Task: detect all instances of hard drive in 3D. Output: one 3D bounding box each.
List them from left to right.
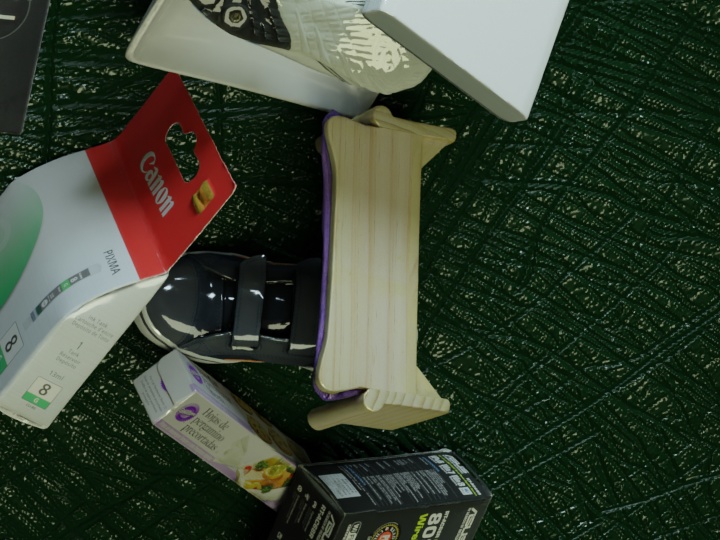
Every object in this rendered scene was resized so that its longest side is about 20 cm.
[{"bbox_3d":[0.084,-0.211,1.405,0.132,0.027,0.201,33,68,-33],"label":"hard drive"}]

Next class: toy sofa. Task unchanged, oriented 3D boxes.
[{"bbox_3d":[0.000,0.000,1.482,0.097,0.083,0.201,8,75,-27],"label":"toy sofa"}]

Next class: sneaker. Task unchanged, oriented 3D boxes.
[{"bbox_3d":[-0.052,0.027,1.539,0.199,0.079,0.079,11,74,-30],"label":"sneaker"},{"bbox_3d":[-0.043,-0.167,1.373,0.199,0.072,0.072,27,102,-32],"label":"sneaker"}]

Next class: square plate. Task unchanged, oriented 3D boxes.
[{"bbox_3d":[-0.027,-0.197,1.422,0.199,0.028,0.199,11,121,-42],"label":"square plate"}]

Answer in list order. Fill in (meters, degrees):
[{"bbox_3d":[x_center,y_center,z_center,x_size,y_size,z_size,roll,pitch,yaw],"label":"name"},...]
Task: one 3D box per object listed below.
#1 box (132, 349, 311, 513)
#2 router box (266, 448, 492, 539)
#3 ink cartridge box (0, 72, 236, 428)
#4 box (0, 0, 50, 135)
[{"bbox_3d":[-0.088,0.115,1.579,0.039,0.042,0.200,-36,145,7],"label":"box"},{"bbox_3d":[-0.007,0.231,1.676,0.149,0.062,0.201,-3,125,-43],"label":"router box"},{"bbox_3d":[-0.173,-0.025,1.428,0.050,0.161,0.200,27,110,-34],"label":"ink cartridge box"},{"bbox_3d":[-0.291,-0.164,1.335,0.199,0.106,0.123,5,121,-22],"label":"box"}]
